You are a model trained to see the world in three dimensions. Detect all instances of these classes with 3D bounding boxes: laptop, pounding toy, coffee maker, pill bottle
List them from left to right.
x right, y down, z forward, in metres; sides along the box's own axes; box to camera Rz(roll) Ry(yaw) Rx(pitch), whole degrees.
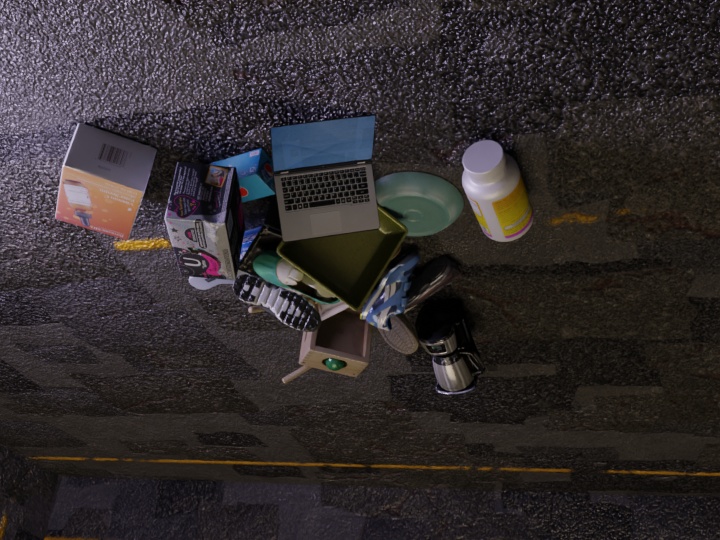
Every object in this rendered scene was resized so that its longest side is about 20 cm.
[{"bbox_3d":[-0.126,-0.070,1.547,0.176,0.104,0.200,21,129,-22],"label":"laptop"},{"bbox_3d":[-0.059,-0.161,1.382,0.186,0.202,0.116,-8,-176,-8],"label":"laptop"},{"bbox_3d":[-0.080,0.187,1.937,0.183,0.201,0.142,15,149,-13],"label":"pounding toy"},{"bbox_3d":[0.214,0.175,1.916,0.134,0.193,0.201,-20,124,5],"label":"coffee maker"},{"bbox_3d":[0.246,-0.145,1.400,0.104,0.105,0.200,-6,148,21],"label":"pill bottle"}]

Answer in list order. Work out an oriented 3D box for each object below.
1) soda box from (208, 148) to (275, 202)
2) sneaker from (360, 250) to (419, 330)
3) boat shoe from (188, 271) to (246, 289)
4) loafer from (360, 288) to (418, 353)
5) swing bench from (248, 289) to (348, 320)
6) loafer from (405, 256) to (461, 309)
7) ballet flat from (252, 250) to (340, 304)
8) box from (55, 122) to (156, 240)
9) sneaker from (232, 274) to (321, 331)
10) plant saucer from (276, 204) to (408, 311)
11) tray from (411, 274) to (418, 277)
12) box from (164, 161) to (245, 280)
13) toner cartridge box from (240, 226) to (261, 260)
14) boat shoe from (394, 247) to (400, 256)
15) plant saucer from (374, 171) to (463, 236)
[{"bbox_3d":[-0.258,-0.170,1.499,0.199,0.065,0.068,-10,146,28],"label":"soda box"},{"bbox_3d":[0.081,0.046,1.712,0.082,0.074,0.201,36,109,7],"label":"sneaker"},{"bbox_3d":[-0.320,-0.006,1.791,0.199,0.067,0.070,-19,130,44],"label":"boat shoe"},{"bbox_3d":[0.070,0.109,1.834,0.200,0.068,0.076,48,124,7],"label":"loafer"},{"bbox_3d":[-0.120,0.026,1.741,0.199,0.131,0.198,14,151,-39],"label":"swing bench"},{"bbox_3d":[0.144,0.042,1.753,0.063,0.072,0.200,27,132,-35],"label":"loafer"},{"bbox_3d":[-0.112,0.013,1.502,0.199,0.068,0.070,25,172,-29],"label":"ballet flat"},{"bbox_3d":[-0.499,-0.168,1.509,0.151,0.107,0.200,17,148,-17],"label":"box"},{"bbox_3d":[-0.162,0.066,1.592,0.199,0.067,0.090,25,180,12],"label":"sneaker"},{"bbox_3d":[-0.038,-0.056,1.495,0.200,0.200,0.048,37,163,-14],"label":"plant saucer"},{"bbox_3d":[0.101,0.066,1.873,0.107,0.022,0.200,21,147,-21],"label":"tray"},{"bbox_3d":[-0.289,-0.087,1.450,0.114,0.133,0.200,5,149,1],"label":"box"},{"bbox_3d":[-0.273,-0.046,1.678,0.199,0.095,0.043,-14,110,30],"label":"toner cartridge box"},{"bbox_3d":[0.000,0.000,1.645,0.199,0.071,0.069,-32,168,-19],"label":"boat shoe"},{"bbox_3d":[0.105,-0.121,1.538,0.198,0.036,0.200,5,150,3],"label":"plant saucer"}]
